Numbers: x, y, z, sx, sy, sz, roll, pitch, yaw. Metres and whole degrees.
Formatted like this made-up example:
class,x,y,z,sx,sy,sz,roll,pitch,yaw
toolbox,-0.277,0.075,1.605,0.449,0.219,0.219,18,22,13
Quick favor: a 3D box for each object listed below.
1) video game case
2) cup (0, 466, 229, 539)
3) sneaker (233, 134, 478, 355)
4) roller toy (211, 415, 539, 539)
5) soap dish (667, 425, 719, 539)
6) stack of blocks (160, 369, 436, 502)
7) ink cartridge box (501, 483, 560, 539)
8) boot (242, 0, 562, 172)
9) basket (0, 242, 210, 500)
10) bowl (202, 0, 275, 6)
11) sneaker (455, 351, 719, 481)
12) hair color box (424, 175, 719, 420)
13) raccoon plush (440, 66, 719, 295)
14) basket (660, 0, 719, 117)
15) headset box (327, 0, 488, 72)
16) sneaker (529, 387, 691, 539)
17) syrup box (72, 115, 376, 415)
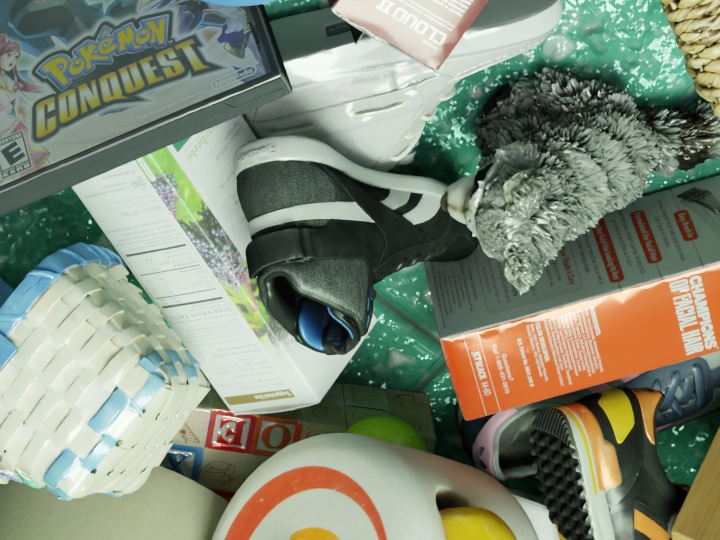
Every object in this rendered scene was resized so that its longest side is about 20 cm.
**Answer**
class,x,y,z,sx,sy,sz,roll,pitch,yaw
video game case,-0.155,-0.136,1.329,0.199,0.181,0.026,-22,150,6
cup,-0.165,0.224,1.468,0.200,0.144,0.201,8,141,6
sneaker,0.000,0.000,1.395,0.073,0.112,0.200,-18,157,37
roller toy,0.004,0.191,1.396,0.140,0.200,0.183,20,101,-46
soap dish,0.259,0.143,1.470,0.081,0.200,0.158,12,142,27
stack of blocks,-0.062,0.128,1.519,0.199,0.059,0.116,9,115,-8
ink cartridge box,0.124,0.224,1.522,0.200,0.084,0.145,22,89,-26
boot,0.026,-0.110,1.414,0.199,0.074,0.096,-10,125,7
basket,-0.195,0.039,1.369,0.200,0.176,0.139,44,94,11
bowl,-0.050,-0.232,1.281,0.200,0.201,0.039,-39,144,14
sneaker,0.162,0.090,1.504,0.199,0.082,0.070,-17,115,4
hair color box,0.145,0.014,1.452,0.199,0.111,0.064,-16,117,4
raccoon plush,0.144,-0.063,1.400,0.199,0.134,0.097,-20,114,6
basket,0.250,-0.203,1.336,0.199,0.143,0.149,-24,115,11
headset box,0.045,-0.214,1.312,0.075,0.149,0.200,28,110,-22
sneaker,0.167,0.167,1.448,0.090,0.070,0.201,-18,103,-21
syrup box,-0.082,-0.015,1.422,0.081,0.079,0.200,-11,122,43
